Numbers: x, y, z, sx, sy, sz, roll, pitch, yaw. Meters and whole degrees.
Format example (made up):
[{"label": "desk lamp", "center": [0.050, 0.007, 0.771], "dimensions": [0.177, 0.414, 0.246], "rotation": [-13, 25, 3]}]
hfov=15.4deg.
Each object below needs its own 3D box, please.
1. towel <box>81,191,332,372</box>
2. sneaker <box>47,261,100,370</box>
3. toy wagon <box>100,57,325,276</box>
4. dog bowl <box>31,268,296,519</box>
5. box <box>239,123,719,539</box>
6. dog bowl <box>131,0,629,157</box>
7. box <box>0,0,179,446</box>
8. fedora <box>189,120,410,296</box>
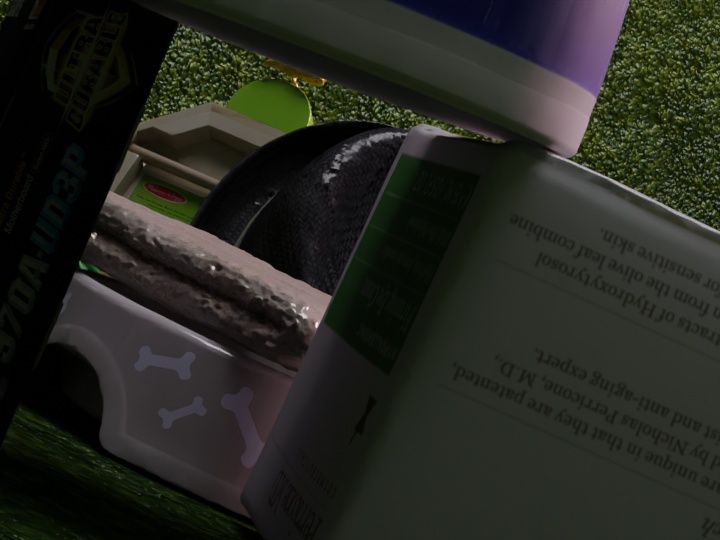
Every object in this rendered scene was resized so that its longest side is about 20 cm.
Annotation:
[{"label": "towel", "center": [-0.053, 0.012, 1.143], "dimensions": [0.200, 0.035, 0.132], "rotation": [26, 3, 42]}, {"label": "sneaker", "center": [-0.149, -0.001, 1.223], "dimensions": [0.074, 0.084, 0.200], "rotation": [15, -7, 40]}, {"label": "toy wagon", "center": [-0.076, -0.032, 1.410], "dimensions": [0.155, 0.200, 0.040], "rotation": [23, -28, 18]}, {"label": "dog bowl", "center": [-0.056, 0.060, 1.142], "dimensions": [0.199, 0.059, 0.200], "rotation": [25, 0, 0]}, {"label": "box", "center": [0.085, 0.063, 0.960], "dimensions": [0.199, 0.172, 0.199], "rotation": [24, 1, -10]}, {"label": "dog bowl", "center": [-0.008, -0.108, 0.891], "dimensions": [0.199, 0.079, 0.200], "rotation": [21, 2, -1]}, {"label": "box", "center": [-0.128, -0.028, 0.977], "dimensions": [0.046, 0.160, 0.200], "rotation": [23, 1, -13]}, {"label": "fedora", "center": [0.000, 0.000, 1.312], "dimensions": [0.200, 0.201, 0.092], "rotation": [25, -27, 3]}]
